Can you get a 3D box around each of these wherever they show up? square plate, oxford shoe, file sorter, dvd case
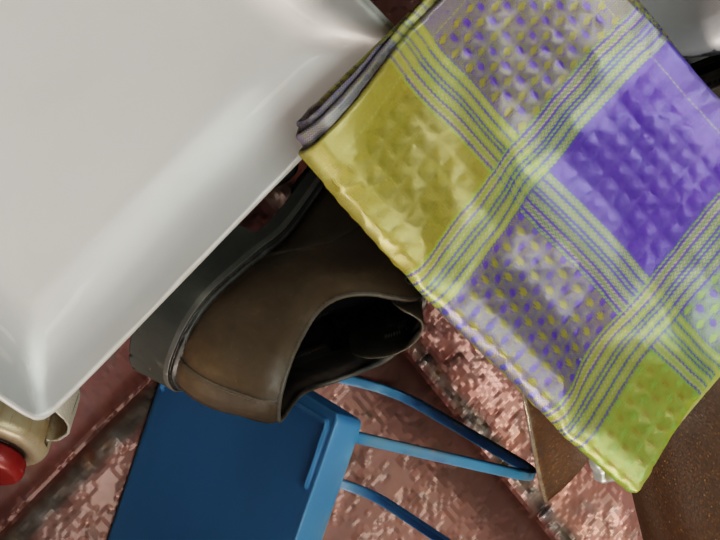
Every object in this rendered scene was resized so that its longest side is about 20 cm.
[{"bbox_3d":[-0.110,-0.066,0.798,0.200,0.028,0.198,-45,133,4],"label":"square plate"},{"bbox_3d":[0.000,0.000,0.927,0.200,0.084,0.073,-45,155,-38],"label":"oxford shoe"},{"bbox_3d":[-0.028,0.146,0.981,0.122,0.139,0.201,16,96,-33],"label":"file sorter"},{"bbox_3d":[-0.114,-0.097,0.807,0.200,0.022,0.146,-38,132,-1],"label":"dvd case"}]

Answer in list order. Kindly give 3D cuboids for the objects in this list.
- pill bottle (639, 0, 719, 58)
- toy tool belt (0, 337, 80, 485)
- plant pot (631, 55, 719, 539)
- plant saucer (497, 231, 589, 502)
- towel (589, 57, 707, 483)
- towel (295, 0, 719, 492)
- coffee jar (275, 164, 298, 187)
[{"bbox_3d":[0.191,-0.147,0.950,0.199,0.106,0.107,-11,109,-42],"label":"pill bottle"},{"bbox_3d":[-0.212,0.068,0.859,0.199,0.125,0.124,26,63,-28],"label":"toy tool belt"},{"bbox_3d":[0.177,0.010,0.989,0.186,0.187,0.201,-26,101,-20],"label":"plant pot"},{"bbox_3d":[0.077,-0.006,0.963,0.036,0.201,0.202,-10,111,5],"label":"plant saucer"},{"bbox_3d":[0.173,-0.009,1.099,0.170,0.048,0.201,-12,109,-28],"label":"towel"},{"bbox_3d":[0.080,-0.031,0.862,0.144,0.023,0.200,-47,109,-15],"label":"towel"},{"bbox_3d":[-0.119,-0.066,0.901,0.199,0.085,0.105,-12,118,-25],"label":"coffee jar"}]
